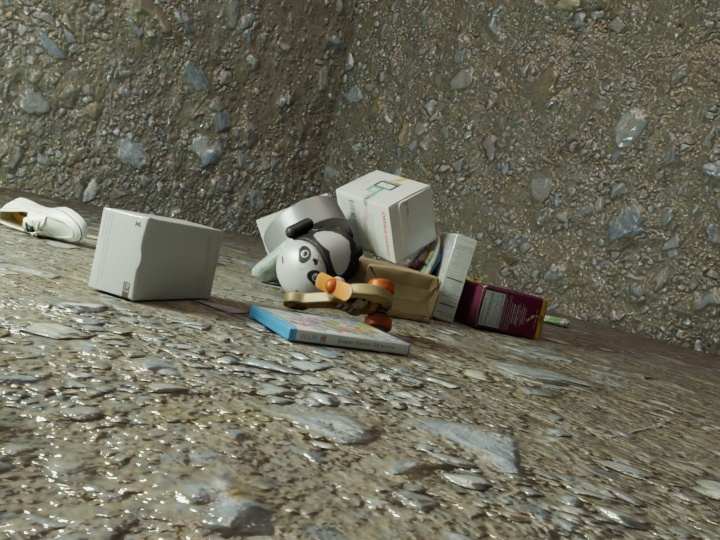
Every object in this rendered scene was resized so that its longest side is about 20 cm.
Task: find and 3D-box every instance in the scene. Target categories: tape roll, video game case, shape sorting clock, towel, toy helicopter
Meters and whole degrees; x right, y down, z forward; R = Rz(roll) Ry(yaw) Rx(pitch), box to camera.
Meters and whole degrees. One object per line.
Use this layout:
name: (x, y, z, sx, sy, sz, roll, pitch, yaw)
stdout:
tape roll: (-0.126, -0.086, 1.558, 0.067, 0.199, 0.199, 58, 23, 20)
video game case: (-0.045, 0.085, 0.958, 0.196, 0.018, 0.142, 11, 4, -32)
shape sorting clock: (0.141, -0.002, 1.675, 0.039, 0.202, 0.200, 33, -1, -9)
towel: (-0.130, -0.029, 1.519, 0.049, 0.170, 0.199, 58, 21, 20)
toy helicopter: (-0.044, 0.046, 1.094, 0.196, 0.081, 0.132, -3, -22, 24)
towel: (0.659, 0.170, 2.429, 0.196, 0.024, 0.152, 15, 4, 20)

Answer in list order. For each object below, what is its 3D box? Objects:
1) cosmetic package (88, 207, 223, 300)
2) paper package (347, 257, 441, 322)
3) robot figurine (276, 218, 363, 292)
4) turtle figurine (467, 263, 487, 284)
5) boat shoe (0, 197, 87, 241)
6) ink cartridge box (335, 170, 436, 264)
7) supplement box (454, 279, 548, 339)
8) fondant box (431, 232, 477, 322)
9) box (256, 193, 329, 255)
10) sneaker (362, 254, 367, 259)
cosmetic package: (-0.288, -0.020, 0.965, 0.079, 0.116, 0.199, 14, 1, 19)
paper package: (0.046, 0.035, 1.486, 0.187, 0.106, 0.199, 12, 4, -27)
robot figurine: (-0.080, -0.019, 1.349, 0.148, 0.127, 0.199, 26, 32, 28)
turtle figurine: (0.495, 0.036, 3.068, 0.191, 0.148, 0.198, 10, -3, 35)
boat shoe: (-0.647, -0.095, 1.348, 0.196, 0.072, 0.070, 18, 31, 15)
ink cartridge box: (0.063, -0.135, 1.627, 0.144, 0.150, 0.198, -28, 34, -31)
supplement box: (0.342, 0.095, 1.653, 0.196, 0.106, 0.131, 13, 3, -23)
fondant box: (0.210, 0.013, 1.628, 0.057, 0.204, 0.144, 18, 2, -9)
box: (-0.150, -0.092, 1.731, 0.196, 0.156, 0.106, -20, 3, -1)
sneaker: (0.000, 0.000, 1.661, 0.084, 0.075, 0.200, 33, -11, 34)
